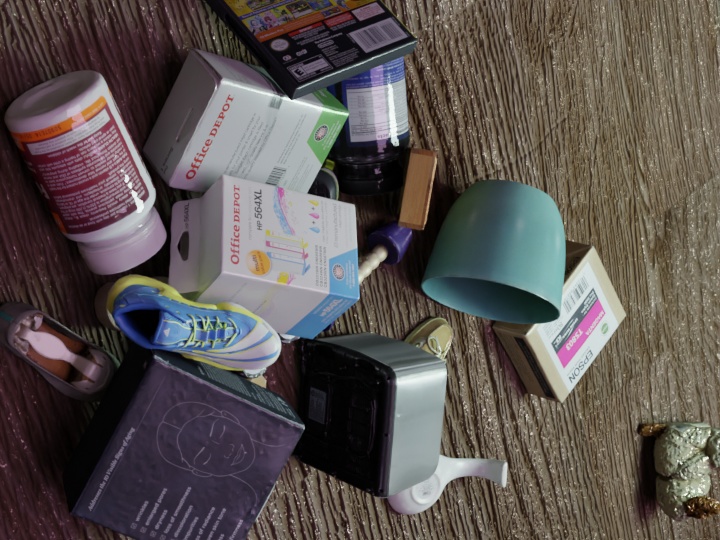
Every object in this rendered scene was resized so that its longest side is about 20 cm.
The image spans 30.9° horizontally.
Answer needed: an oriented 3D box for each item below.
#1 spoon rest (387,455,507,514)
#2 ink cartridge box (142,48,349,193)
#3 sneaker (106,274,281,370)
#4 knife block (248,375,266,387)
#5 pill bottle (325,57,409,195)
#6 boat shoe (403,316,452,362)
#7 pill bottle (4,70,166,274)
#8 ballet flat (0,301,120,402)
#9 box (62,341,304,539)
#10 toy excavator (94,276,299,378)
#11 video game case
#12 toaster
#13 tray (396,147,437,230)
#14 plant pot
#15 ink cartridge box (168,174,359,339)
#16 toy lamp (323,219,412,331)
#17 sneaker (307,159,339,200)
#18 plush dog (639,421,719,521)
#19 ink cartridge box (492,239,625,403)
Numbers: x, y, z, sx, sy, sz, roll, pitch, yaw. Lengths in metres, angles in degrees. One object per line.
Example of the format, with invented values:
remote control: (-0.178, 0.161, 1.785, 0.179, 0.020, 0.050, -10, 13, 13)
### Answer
spoon rest: (0.122, 0.311, 1.950, 0.199, 0.061, 0.100, -2, 101, -29)
ink cartridge box: (-0.135, -0.163, 1.532, 0.199, 0.084, 0.146, 10, 118, -43)
sneaker: (-0.183, 0.071, 1.409, 0.199, 0.105, 0.076, 18, 105, -7)
knife block: (-0.209, 0.220, 1.604, 0.175, 0.064, 0.201, -2, 102, -43)
pill bottle: (0.005, -0.203, 1.664, 0.112, 0.112, 0.201, -20, 114, -38)
boat shoe: (0.080, 0.148, 1.850, 0.201, 0.063, 0.073, -47, 127, -31)
pill bottle: (-0.292, -0.104, 1.412, 0.114, 0.114, 0.201, -39, 124, -29)
ballet flat: (-0.329, 0.101, 1.463, 0.200, 0.064, 0.068, 40, 73, -41)
box: (-0.203, 0.206, 1.480, 0.196, 0.124, 0.201, 28, 93, -22)
toy excavator: (-0.197, 0.050, 1.567, 0.194, 0.100, 0.200, -45, 113, -24)
video game case: (-0.059, -0.300, 1.553, 0.200, 0.181, 0.026, -27, 159, -35)
toaster: (0.007, 0.176, 1.717, 0.118, 0.180, 0.201, -8, 107, -44)
tray: (0.073, -0.110, 1.710, 0.037, 0.200, 0.099, 9, 96, 1)
plant pot: (0.198, -0.032, 1.838, 0.200, 0.200, 0.162, 29, 68, -43)
ink cartridge box: (-0.119, -0.015, 1.509, 0.199, 0.125, 0.129, 11, 61, -28)
toy lamp: (0.000, 0.000, 1.738, 0.200, 0.058, 0.058, -44, 127, -36)
sneaker: (-0.064, -0.042, 1.667, 0.083, 0.071, 0.201, -51, 162, -71)
plush dog: (0.572, 0.360, 2.315, 0.160, 0.200, 0.173, 3, 89, -10)
ink cartridge box: (0.315, 0.079, 2.049, 0.200, 0.075, 0.165, -50, 128, -23)
